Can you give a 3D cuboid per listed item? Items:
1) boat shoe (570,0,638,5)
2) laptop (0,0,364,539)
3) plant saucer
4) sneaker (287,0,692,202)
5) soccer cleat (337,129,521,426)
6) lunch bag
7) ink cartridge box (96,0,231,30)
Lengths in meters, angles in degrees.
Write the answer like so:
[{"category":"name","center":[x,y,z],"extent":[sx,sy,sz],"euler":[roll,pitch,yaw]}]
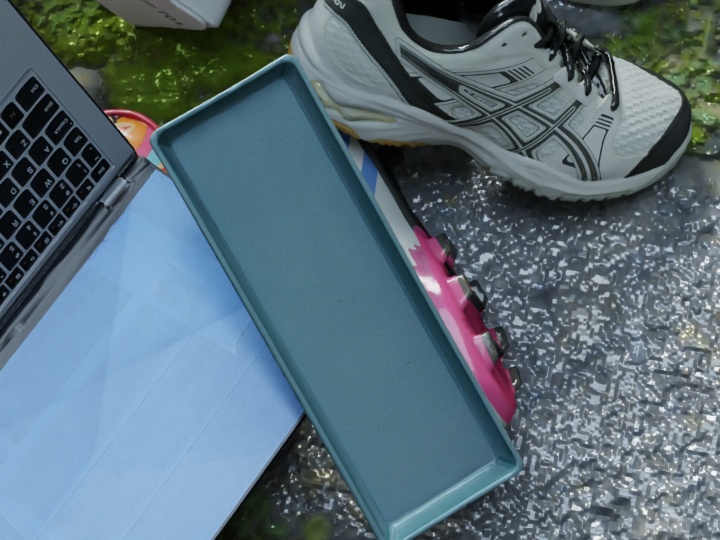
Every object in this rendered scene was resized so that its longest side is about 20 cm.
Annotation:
[{"category":"boat shoe","center":[0.069,-0.205,1.000],"extent":[0.075,0.062,0.200],"euler":[-43,70,-12]},{"category":"laptop","center":[-0.128,0.018,0.813],"extent":[0.116,0.200,0.188],"euler":[19,66,43]},{"category":"plant saucer","center":[-0.010,0.014,0.841],"extent":[0.070,0.019,0.201],"euler":[-30,99,-6]},{"category":"sneaker","center":[0.071,-0.090,0.905],"extent":[0.199,0.088,0.076],"euler":[9,49,-22]},{"category":"soccer cleat","center":[0.000,0.000,0.923],"extent":[0.086,0.070,0.201],"euler":[-31,64,7]},{"category":"lunch bag","center":[-0.137,0.042,0.900],"extent":[0.199,0.082,0.177],"euler":[-28,68,-8]},{"category":"ink cartridge box","center":[-0.097,-0.236,0.961],"extent":[0.086,0.146,0.201],"euler":[12,72,53]}]
